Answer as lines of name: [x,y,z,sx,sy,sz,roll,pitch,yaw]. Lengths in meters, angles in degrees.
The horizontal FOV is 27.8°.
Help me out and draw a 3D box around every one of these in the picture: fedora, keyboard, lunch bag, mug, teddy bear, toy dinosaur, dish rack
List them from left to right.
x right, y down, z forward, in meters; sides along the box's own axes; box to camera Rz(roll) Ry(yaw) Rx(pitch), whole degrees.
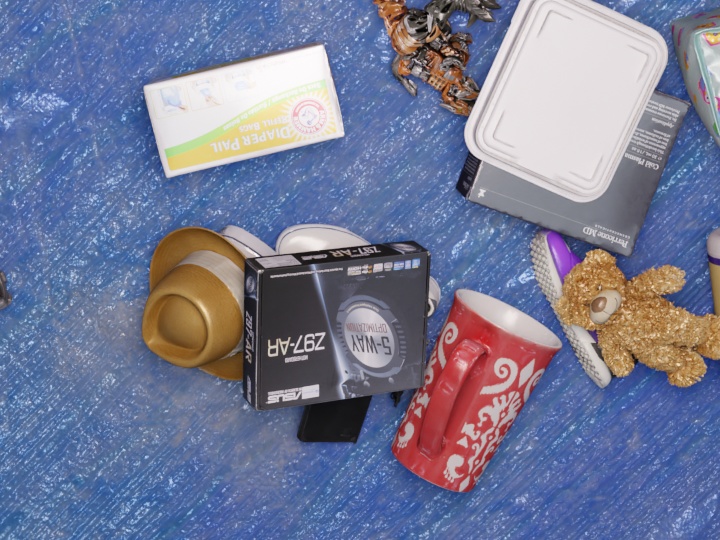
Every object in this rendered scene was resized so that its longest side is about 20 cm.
fedora: [-0.181,0.050,1.591,0.200,0.082,0.201,22,127,32]
keyboard: [0.005,0.118,1.660,0.127,0.021,0.200,3,125,-22]
toy dinosaur: [0.077,-0.265,1.593,0.136,0.102,0.200,-35,123,21]
mug: [0.109,0.135,1.639,0.177,0.133,0.200,14,108,-43]
dish rack: [0.219,-0.184,1.531,0.171,0.044,0.200,23,99,-7]
teddy bear: [0.313,0.060,1.601,0.145,0.067,0.200,-31,116,33]
lunch bag: [0.424,-0.188,1.578,0.122,0.170,0.200,-19,101,9]

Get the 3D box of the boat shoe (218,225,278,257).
boat shoe: [-0.091,0.038,1.631,0.202,0.075,0.086,36,63,-7]

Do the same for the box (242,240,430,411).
box: [-0.026,0.058,1.553,0.200,0.044,0.160,-6,111,-24]

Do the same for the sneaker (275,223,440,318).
sneaker: [0.000,0.000,1.646,0.200,0.071,0.073,19,99,-6]

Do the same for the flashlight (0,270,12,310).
flashlight: [-0.496,0.048,1.634,0.200,0.068,0.068,-21,102,1]

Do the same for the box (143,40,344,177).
box: [-0.124,-0.178,1.586,0.200,0.113,0.102,-13,102,-1]

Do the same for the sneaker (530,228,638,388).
sneaker: [0.271,0.027,1.670,0.099,0.070,0.200,-29,105,-4]

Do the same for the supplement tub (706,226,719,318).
supplement tub: [0.473,0.046,1.639,0.145,0.145,0.200,-9,101,-1]

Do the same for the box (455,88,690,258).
box: [0.232,-0.136,1.613,0.200,0.104,0.182,20,98,-6]
